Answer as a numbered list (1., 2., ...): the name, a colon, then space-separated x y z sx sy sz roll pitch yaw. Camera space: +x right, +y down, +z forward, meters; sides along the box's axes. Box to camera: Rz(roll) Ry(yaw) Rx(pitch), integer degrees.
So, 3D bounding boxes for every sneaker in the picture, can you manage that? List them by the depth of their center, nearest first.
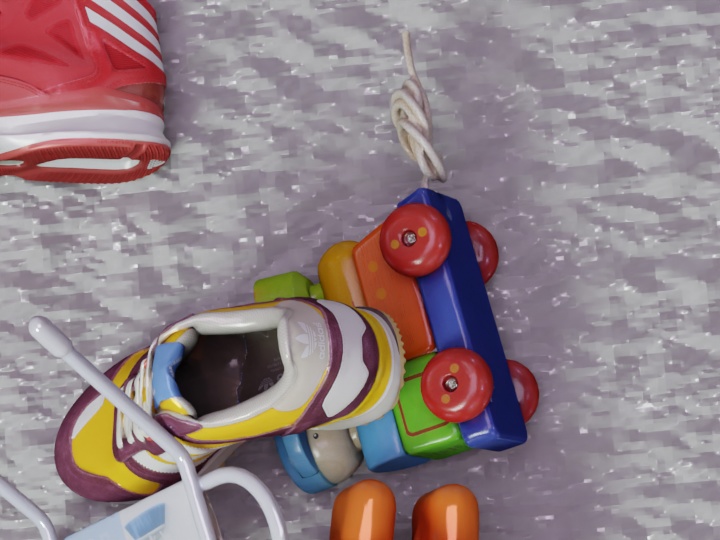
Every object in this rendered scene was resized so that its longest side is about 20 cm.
1. sneaker: -0.081 0.054 1.362 0.200 0.090 0.075 -23 68 32
2. sneaker: -0.191 -0.105 1.435 0.200 0.078 0.116 5 70 -18

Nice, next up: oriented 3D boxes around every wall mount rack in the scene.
1. wall mount rack: -0.126 0.116 1.342 0.200 0.074 0.174 -28 77 45

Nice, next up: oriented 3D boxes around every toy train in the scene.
1. toy train: 0.000 0.000 1.407 0.116 0.085 0.200 -20 77 18

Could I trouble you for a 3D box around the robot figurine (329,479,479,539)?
1. robot figurine: 0.015 0.197 1.350 0.117 0.144 0.200 -6 78 43
